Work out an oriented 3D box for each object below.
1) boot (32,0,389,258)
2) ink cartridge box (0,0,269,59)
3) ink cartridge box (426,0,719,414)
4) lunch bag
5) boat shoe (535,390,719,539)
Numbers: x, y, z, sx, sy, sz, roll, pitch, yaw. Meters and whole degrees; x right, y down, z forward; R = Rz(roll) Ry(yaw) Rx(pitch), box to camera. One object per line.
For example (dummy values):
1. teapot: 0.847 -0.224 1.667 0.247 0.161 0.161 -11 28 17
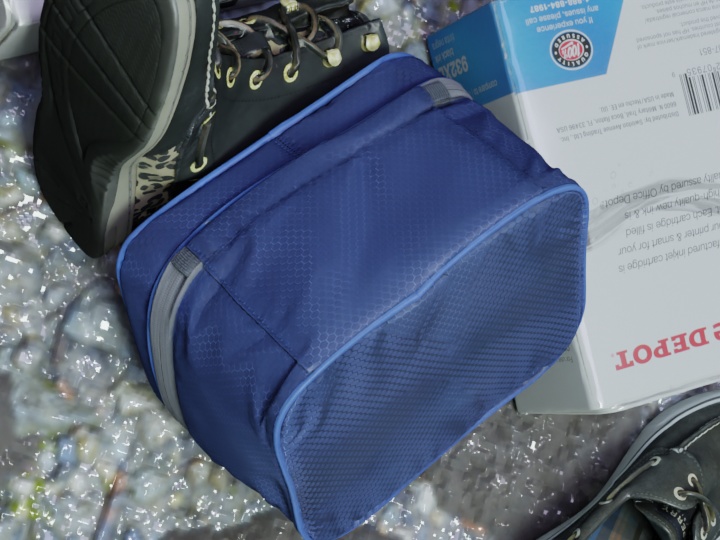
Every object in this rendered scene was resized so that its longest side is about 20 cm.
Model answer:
1. boot: -0.055 -0.094 0.731 0.153 0.204 0.074 -29 75 -27
2. ink cartridge box: -0.092 -0.189 0.780 0.199 0.084 0.145 -17 90 -25
3. ink cartridge box: 0.133 -0.041 0.861 0.145 0.084 0.201 -14 90 -24
4. lunch bag: 0.000 0.000 0.758 0.200 0.136 0.132 -36 57 -22
5. boat shoe: 0.145 0.129 0.863 0.200 0.057 0.069 -37 99 -22
